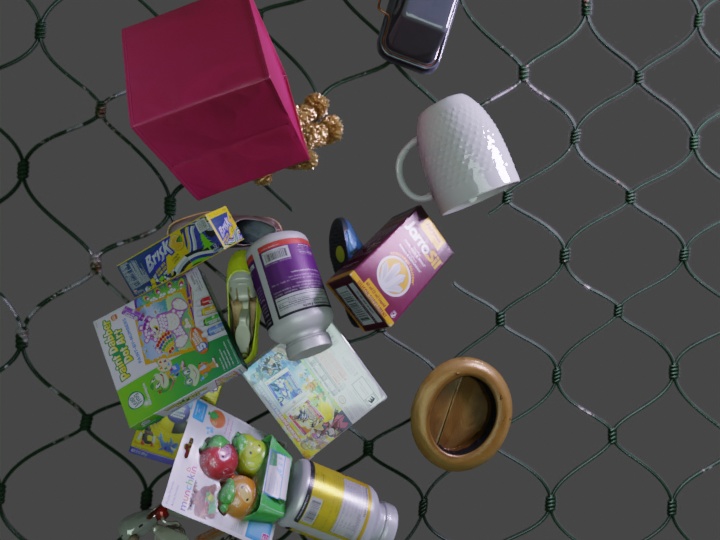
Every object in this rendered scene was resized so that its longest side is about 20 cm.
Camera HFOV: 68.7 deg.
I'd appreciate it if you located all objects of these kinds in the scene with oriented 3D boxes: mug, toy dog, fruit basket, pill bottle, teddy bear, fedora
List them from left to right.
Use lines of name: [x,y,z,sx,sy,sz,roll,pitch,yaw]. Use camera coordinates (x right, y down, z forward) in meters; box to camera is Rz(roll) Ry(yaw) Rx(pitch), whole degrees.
toy dog: [-0.292,0.411,0.877,0.200,0.096,0.132,-41,118,-5]
fruit basket: [-0.202,0.320,0.848,0.093,0.186,0.200,-31,122,26]
teddy bear: [-0.126,-0.235,0.923,0.198,0.067,0.146,-16,90,-7]
pill bottle: [-0.114,0.042,0.879,0.112,0.113,0.201,-19,74,-6]
pill bottle: [-0.039,0.414,0.913,0.199,0.112,0.113,29,87,-16]
mug: [0.154,-0.197,0.931,0.199,0.147,0.177,-23,87,24]
fedora: [0.175,0.255,0.958,0.199,0.082,0.203,1,86,-9]

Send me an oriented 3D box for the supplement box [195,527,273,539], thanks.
supplement box: [-0.212,0.487,0.853,0.125,0.200,0.074,-24,97,-7]

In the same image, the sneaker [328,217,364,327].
sneaker: [0.000,0.000,0.950,0.078,0.066,0.202,-15,88,-30]

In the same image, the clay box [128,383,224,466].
clay box: [-0.309,0.230,0.916,0.114,0.048,0.202,19,89,-6]

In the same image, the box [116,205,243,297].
box: [-0.294,-0.030,0.862,0.199,0.070,0.065,-24,100,21]

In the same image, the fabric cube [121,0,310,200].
fabric cube: [-0.214,-0.263,0.805,0.198,0.200,0.197,-19,64,3]

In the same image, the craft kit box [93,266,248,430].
craft kit box: [-0.317,0.125,0.876,0.197,0.049,0.201,-30,68,-4]

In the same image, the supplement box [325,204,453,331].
supplement box: [0.054,-0.005,0.894,0.200,0.085,0.111,-45,104,-31]

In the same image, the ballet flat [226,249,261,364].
ballet flat: [-0.202,0.065,0.917,0.066,0.067,0.202,0,90,-6]

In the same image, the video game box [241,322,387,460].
video game box: [-0.082,0.202,0.944,0.182,0.047,0.201,-36,94,-8]

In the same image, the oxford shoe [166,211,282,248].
oxford shoe: [-0.236,-0.070,0.908,0.198,0.073,0.072,-4,92,-7]

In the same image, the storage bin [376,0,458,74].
storage bin: [0.109,-0.476,0.916,0.144,0.134,0.202,18,88,-7]
